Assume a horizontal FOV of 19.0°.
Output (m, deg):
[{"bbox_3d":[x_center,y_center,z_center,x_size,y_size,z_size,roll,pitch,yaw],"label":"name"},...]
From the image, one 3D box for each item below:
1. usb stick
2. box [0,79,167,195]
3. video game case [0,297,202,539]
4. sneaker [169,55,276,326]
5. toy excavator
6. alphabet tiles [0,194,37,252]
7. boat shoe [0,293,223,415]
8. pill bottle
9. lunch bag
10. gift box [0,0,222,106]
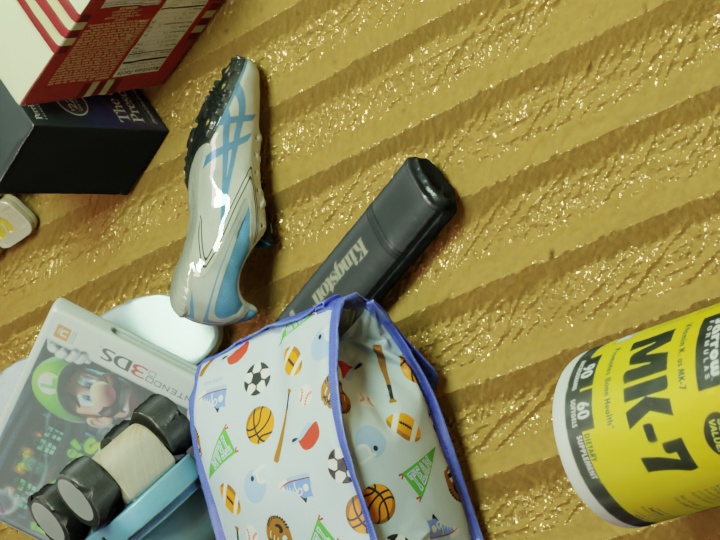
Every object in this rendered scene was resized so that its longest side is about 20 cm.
[{"bbox_3d":[0.000,0.000,1.525,0.200,0.033,0.056,-50,61,34],"label":"usb stick"},{"bbox_3d":[-0.265,-0.154,1.695,0.200,0.141,0.079,53,126,27],"label":"box"},{"bbox_3d":[-0.189,0.141,1.646,0.181,0.023,0.201,27,118,-4],"label":"video game case"},{"bbox_3d":[-0.095,-0.058,1.601,0.072,0.072,0.201,174,105,-71],"label":"sneaker"},{"bbox_3d":[-0.147,0.216,1.585,0.200,0.100,0.194,51,148,0],"label":"toy excavator"},{"bbox_3d":[-0.365,-0.086,1.794,0.195,0.015,0.200,-28,115,41],"label":"alphabet tiles"},{"bbox_3d":[-0.188,0.073,1.691,0.199,0.091,0.071,-21,78,15],"label":"boat shoe"},{"bbox_3d":[0.220,0.076,1.265,0.199,0.114,0.115,-24,76,41],"label":"pill bottle"},{"bbox_3d":[-0.024,0.130,1.497,0.170,0.124,0.201,-26,82,43],"label":"lunch bag"},{"bbox_3d":[-0.201,-0.260,1.608,0.187,0.184,0.200,52,122,17],"label":"gift box"}]
